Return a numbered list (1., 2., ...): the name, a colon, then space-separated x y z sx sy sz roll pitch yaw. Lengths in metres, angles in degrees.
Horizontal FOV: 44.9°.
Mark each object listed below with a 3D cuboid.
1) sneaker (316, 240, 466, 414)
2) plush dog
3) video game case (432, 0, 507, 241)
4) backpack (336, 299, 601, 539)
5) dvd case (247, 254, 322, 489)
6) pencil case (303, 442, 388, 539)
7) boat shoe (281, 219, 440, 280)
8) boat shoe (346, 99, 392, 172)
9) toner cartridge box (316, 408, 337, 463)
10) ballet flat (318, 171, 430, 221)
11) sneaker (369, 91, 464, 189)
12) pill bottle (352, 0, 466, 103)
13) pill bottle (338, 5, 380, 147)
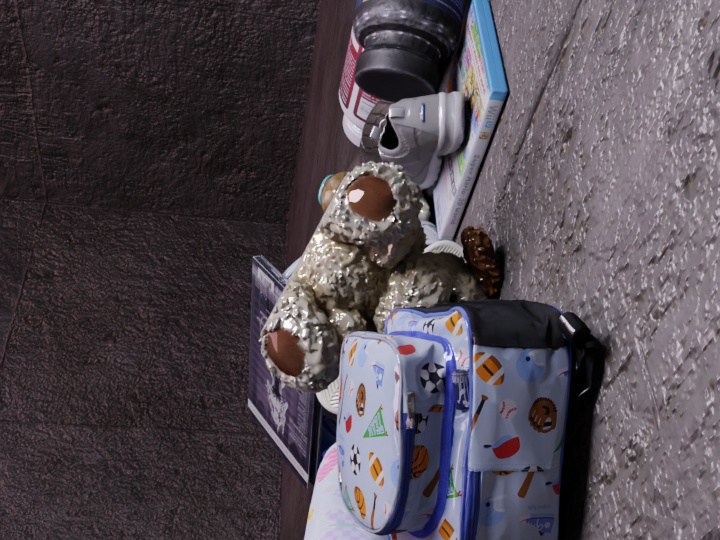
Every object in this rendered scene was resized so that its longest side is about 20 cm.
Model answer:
1. sneaker: 0.035 0.058 0.851 0.200 0.075 0.085 -46 -1 -2
2. plush dog: 0.027 0.022 0.755 0.201 0.171 0.160 -61 4 6
3. video game case: 0.103 -0.148 0.879 0.201 0.018 0.144 104 168 -49
4. backpack: 0.065 0.119 0.597 0.200 0.152 0.193 172 93 -78
5. dvd case: -0.079 0.105 0.912 0.149 0.016 0.202 39 132 48
6. pencil case: -0.001 0.222 0.724 0.200 0.090 0.084 -76 -9 -69
7. boat shoe: 0.000 0.000 0.927 0.074 0.199 0.067 65 173 -22
8. boat shoe: 0.042 -0.146 1.058 0.076 0.073 0.200 60 141 23
9. toner cartridge box: 0.007 0.237 0.887 0.200 0.043 0.096 46 152 45
10. ballet flat: 0.035 -0.073 0.989 0.199 0.072 0.068 6 -75 -57
11. sneaker: 0.048 -0.139 0.899 0.200 0.081 0.076 122 152 -75
12. pill bottle: 0.053 -0.279 0.886 0.112 0.111 0.202 136 146 -77
13. pill bottle: 0.034 -0.241 1.068 0.201 0.112 0.114 109 163 -58
